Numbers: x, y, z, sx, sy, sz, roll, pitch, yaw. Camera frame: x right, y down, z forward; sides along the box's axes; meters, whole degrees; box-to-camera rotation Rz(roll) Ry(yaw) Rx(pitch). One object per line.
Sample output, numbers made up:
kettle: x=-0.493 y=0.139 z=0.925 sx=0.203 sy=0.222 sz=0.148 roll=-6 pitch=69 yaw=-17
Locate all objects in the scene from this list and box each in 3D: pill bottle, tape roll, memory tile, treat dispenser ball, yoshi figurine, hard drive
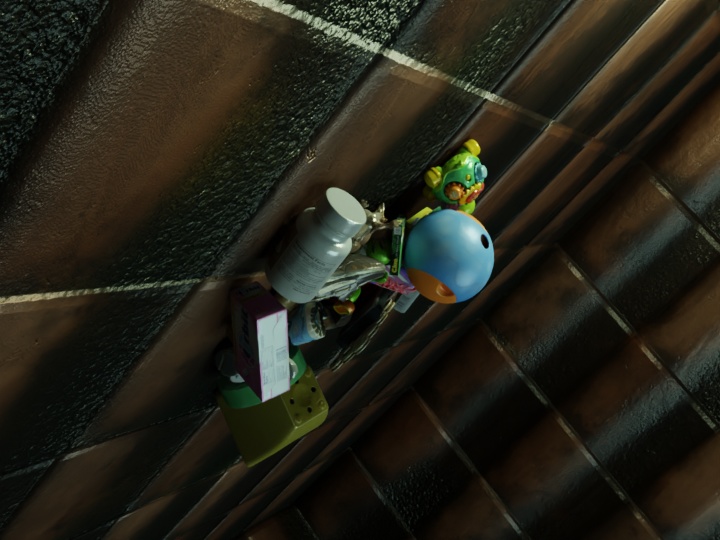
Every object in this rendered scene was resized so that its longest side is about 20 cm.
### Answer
pill bottle: x=-0.080 y=-0.047 z=1.450 sx=0.201 sy=0.115 sz=0.114 roll=-50 pitch=161 yaw=29
tape roll: x=-0.219 y=0.230 z=1.777 sx=0.197 sy=0.049 sz=0.201 roll=-22 pitch=-164 yaw=7
memory tile: x=0.005 y=0.156 z=1.942 sx=0.153 sy=0.017 sz=0.200 roll=-40 pitch=-172 yaw=42
treat dispenser ball: x=0.191 y=-0.031 z=1.740 sx=0.199 sy=0.202 sz=0.202 roll=-36 pitch=163 yaw=-13
yoshi figurine: x=0.003 y=-0.006 z=1.745 sx=0.201 sy=0.111 sz=0.113 roll=-51 pitch=147 yaw=-26
hard drive: x=0.012 y=0.104 z=2.000 sx=0.139 sy=0.033 sz=0.200 roll=-44 pitch=-174 yaw=20

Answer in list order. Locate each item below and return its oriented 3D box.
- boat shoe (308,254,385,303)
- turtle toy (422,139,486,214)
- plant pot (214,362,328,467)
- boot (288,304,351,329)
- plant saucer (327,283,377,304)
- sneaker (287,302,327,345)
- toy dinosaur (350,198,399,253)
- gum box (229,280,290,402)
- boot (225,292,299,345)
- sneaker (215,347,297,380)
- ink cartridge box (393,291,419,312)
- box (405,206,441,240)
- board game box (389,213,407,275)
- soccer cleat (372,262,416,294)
boat shoe: x=-0.044 y=0.020 z=1.611 sx=0.196 sy=0.075 sz=0.075 roll=-9 pitch=121 yaw=-20
turtle toy: x=0.218 y=-0.187 z=1.773 sx=0.145 sy=0.102 sz=0.201 roll=-37 pitch=163 yaw=-10
plant pot: x=-0.189 y=0.322 z=1.902 sx=0.193 sy=0.199 sz=0.199 roll=-23 pitch=176 yaw=-44
boot: x=-0.109 y=0.119 z=1.893 sx=0.196 sy=0.072 sz=0.146 roll=-5 pitch=167 yaw=-23
plant saucer: x=0.014 y=0.017 z=1.957 sx=0.199 sy=0.037 sz=0.199 roll=-45 pitch=162 yaw=12
sneaker: x=-0.126 y=0.100 z=1.724 sx=0.089 sy=0.079 sz=0.200 roll=-28 pitch=-165 yaw=10
toy dinosaur: x=-0.006 y=-0.073 z=1.615 sx=0.198 sy=0.087 sz=0.136 roll=-27 pitch=167 yaw=-21
gum box: x=-0.192 y=0.140 z=1.528 sx=0.065 sy=0.113 sz=0.204 roll=-19 pitch=126 yaw=-30
boot: x=-0.172 y=0.068 z=1.638 sx=0.200 sy=0.066 sz=0.175 roll=-44 pitch=175 yaw=14
sneaker: x=-0.208 y=0.187 z=1.679 sx=0.080 sy=0.197 sz=0.072 roll=-24 pitch=116 yaw=-57
ink cartridge box: x=0.162 y=-0.019 z=2.109 sx=0.199 sy=0.046 sz=0.202 roll=121 pitch=-10 yaw=-49
box: x=0.123 y=-0.064 z=1.907 sx=0.117 sy=0.048 sz=0.202 roll=-34 pitch=154 yaw=-46
board game box: x=0.083 y=-0.059 z=1.724 sx=0.200 sy=0.023 sz=0.107 roll=-58 pitch=155 yaw=-79
soccer cleat: x=0.084 y=0.020 z=1.841 sx=0.195 sy=0.075 sz=0.068 roll=0 pitch=166 yaw=-9
